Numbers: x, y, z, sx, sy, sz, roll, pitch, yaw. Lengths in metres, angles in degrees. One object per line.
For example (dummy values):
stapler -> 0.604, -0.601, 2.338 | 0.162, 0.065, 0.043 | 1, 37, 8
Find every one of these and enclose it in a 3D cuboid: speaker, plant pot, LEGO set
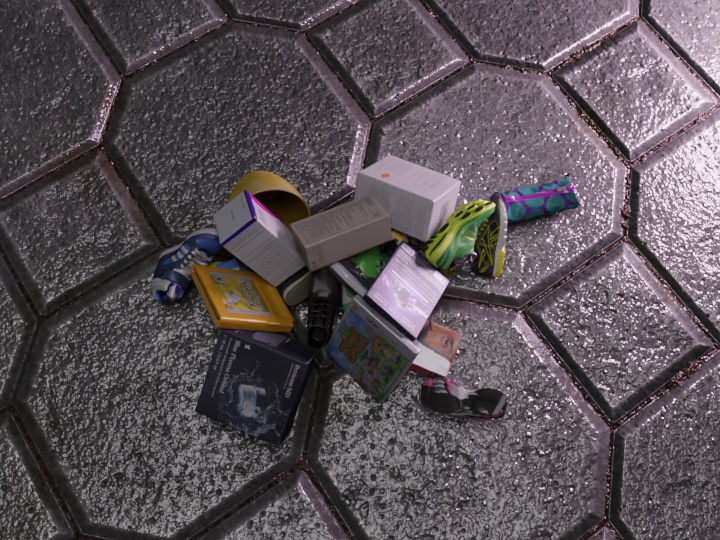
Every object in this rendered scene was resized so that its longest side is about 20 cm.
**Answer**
speaker -> 0.000, 0.000, 1.720 | 0.088, 0.088, 0.201 | 1, 72, -1
plant pot -> -0.231, -0.152, 1.763 | 0.199, 0.201, 0.142 | -18, 46, -7
LEGO set -> 0.132, -0.046, 1.752 | 0.153, 0.116, 0.200 | -29, 73, -11

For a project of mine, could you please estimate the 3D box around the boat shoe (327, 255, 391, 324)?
boat shoe -> 0.012, 0.036, 1.630 | 0.057, 0.069, 0.200 | -42, 74, -12

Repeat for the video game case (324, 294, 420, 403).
video game case -> 0.020, 0.174, 1.636 | 0.182, 0.200, 0.022 | 41, 45, 13

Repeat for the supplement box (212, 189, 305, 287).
supplement box -> -0.221, -0.068, 1.671 | 0.103, 0.200, 0.101 | -36, 45, 13

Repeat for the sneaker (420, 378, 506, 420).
sneaker -> 0.228, 0.297, 1.654 | 0.199, 0.086, 0.081 | 10, 67, 25

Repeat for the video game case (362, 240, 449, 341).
video game case -> 0.103, 0.040, 1.627 | 0.143, 0.019, 0.200 | 42, 48, -6

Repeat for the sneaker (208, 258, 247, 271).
sneaker -> -0.283, 0.054, 1.731 | 0.105, 0.076, 0.201 | -25, 72, -10

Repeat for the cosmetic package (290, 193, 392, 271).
cosmetic package -> -0.042, -0.085, 1.646 | 0.199, 0.073, 0.104 | -20, 41, -12

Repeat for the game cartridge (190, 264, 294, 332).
game cartridge -> -0.254, 0.061, 1.638 | 0.199, 0.033, 0.177 | 7, 37, -42

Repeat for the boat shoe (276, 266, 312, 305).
boat shoe -> -0.112, 0.007, 1.757 | 0.199, 0.075, 0.066 | -38, 45, -21

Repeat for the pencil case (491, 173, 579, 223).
pencil case -> 0.423, -0.171, 1.818 | 0.199, 0.092, 0.085 | -13, 71, -5

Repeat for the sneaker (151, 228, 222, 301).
sneaker -> -0.390, 0.001, 1.702 | 0.199, 0.081, 0.147 | -23, 47, 25

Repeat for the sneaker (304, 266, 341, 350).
sneaker -> -0.082, 0.077, 1.668 | 0.074, 0.106, 0.201 | 3, 98, 0

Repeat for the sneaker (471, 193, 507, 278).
sneaker -> 0.299, -0.079, 1.755 | 0.084, 0.074, 0.201 | 3, 104, 9

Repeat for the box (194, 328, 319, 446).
box -> -0.219, 0.234, 1.604 | 0.199, 0.117, 0.198 | 21, 101, 6

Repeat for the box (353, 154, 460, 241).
box -> 0.106, -0.172, 1.749 | 0.199, 0.107, 0.152 | 24, 35, 22

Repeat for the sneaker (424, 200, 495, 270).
sneaker -> 0.231, -0.083, 1.711 | 0.200, 0.084, 0.074 | -44, 33, -5

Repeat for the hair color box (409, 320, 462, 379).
hair color box -> 0.117, 0.162, 1.706 | 0.199, 0.064, 0.111 | 22, 70, 6
